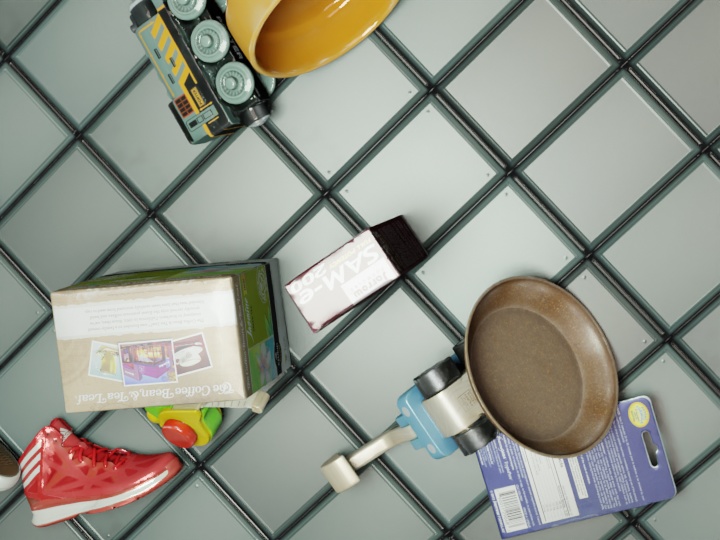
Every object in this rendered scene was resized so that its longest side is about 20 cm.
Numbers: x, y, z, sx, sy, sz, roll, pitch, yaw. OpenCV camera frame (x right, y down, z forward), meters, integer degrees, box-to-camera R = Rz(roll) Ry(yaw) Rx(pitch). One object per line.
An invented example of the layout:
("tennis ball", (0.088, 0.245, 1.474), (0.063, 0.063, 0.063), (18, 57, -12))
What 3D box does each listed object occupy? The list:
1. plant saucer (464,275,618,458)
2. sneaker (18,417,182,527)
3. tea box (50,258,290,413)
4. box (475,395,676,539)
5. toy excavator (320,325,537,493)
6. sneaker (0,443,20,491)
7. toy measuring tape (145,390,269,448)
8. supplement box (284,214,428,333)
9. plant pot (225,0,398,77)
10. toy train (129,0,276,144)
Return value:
("plant saucer", (0.184, 0.105, 1.383), (0.200, 0.200, 0.037), (56, 142, 0))
("sneaker", (-0.313, 0.219, 1.522), (0.200, 0.078, 0.116), (-20, 94, 11))
("tea box", (-0.199, 0.067, 1.421), (0.200, 0.197, 0.134), (-5, 96, 10))
("box", (0.235, 0.214, 1.441), (0.200, 0.032, 0.121), (-16, 94, 13))
("toy excavator", (0.068, 0.167, 1.438), (0.194, 0.200, 0.100), (-35, 88, -32))
("sneaker", (-0.490, 0.232, 1.559), (0.200, 0.073, 0.085), (20, 105, 23))
("toy measuring tape", (-0.165, 0.164, 1.472), (0.200, 0.074, 0.074), (-6, 96, 40))
("supplement box", (0.000, 0.000, 1.374), (0.109, 0.200, 0.061), (-34, 89, 12))
("plant pot", (-0.078, -0.336, 1.366), (0.200, 0.200, 0.183), (-39, 73, 12))
("toy train", (-0.178, -0.235, 1.444), (0.114, 0.085, 0.200), (-30, 90, 22))
